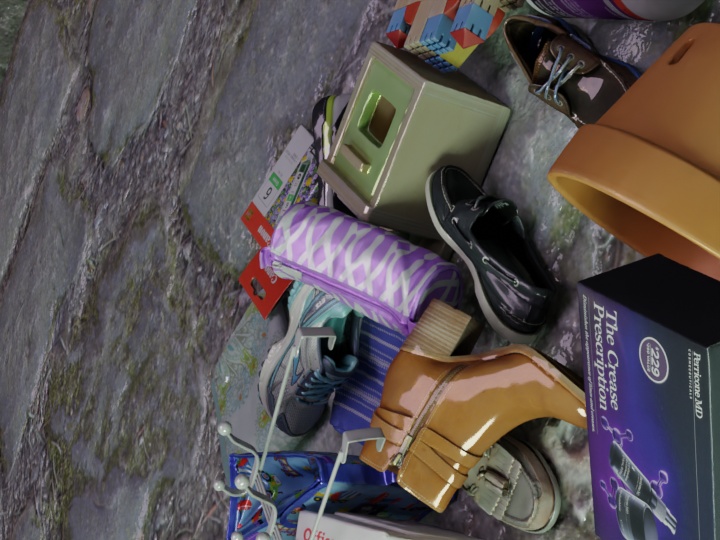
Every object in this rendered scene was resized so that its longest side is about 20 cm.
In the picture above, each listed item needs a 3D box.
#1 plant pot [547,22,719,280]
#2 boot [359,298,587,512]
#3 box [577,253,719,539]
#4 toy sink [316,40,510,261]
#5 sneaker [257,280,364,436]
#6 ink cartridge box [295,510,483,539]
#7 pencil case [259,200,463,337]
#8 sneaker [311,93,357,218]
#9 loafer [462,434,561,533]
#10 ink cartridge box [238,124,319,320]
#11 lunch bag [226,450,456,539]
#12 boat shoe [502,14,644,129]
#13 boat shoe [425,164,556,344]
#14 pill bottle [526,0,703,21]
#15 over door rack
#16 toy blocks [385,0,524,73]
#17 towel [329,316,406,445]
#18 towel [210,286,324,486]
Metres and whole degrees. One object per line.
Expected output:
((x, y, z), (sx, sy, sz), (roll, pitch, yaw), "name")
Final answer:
((0.246, -0.071, 0.916), (0.141, 0.199, 0.200), (-57, 32, 1), "plant pot")
((0.097, 0.129, 1.117), (0.198, 0.077, 0.157), (26, 88, 28), "boot")
((0.219, 0.109, 0.907), (0.141, 0.078, 0.203), (28, 131, 57), "box")
((0.039, -0.103, 1.339), (0.130, 0.111, 0.202), (49, 121, 55), "toy sink")
((-0.045, 0.093, 1.365), (0.086, 0.077, 0.202), (45, 131, 44), "sneaker")
((0.026, 0.320, 1.166), (0.147, 0.143, 0.203), (-1, 79, 58), "ink cartridge box")
((0.000, 0.000, 1.256), (0.198, 0.085, 0.085), (22, 126, 34), "pencil case")
((0.000, -0.097, 1.443), (0.082, 0.072, 0.203), (-8, 89, 16), "sneaker")
((0.099, 0.163, 1.183), (0.200, 0.062, 0.073), (45, 118, 56), "loafer")
((-0.087, -0.056, 1.559), (0.201, 0.050, 0.109), (-55, 34, 10), "ink cartridge box")
((-0.015, 0.205, 1.276), (0.199, 0.149, 0.095), (-31, 54, 52), "lunch bag")
((0.179, -0.162, 1.161), (0.073, 0.072, 0.200), (-65, 32, 20), "boat shoe")
((0.119, -0.032, 1.208), (0.066, 0.074, 0.201), (-58, 38, 39), "boat shoe")
((0.199, -0.266, 1.128), (0.199, 0.111, 0.114), (20, 96, 60), "pill bottle")
((-0.068, 0.164, 1.163), (0.201, 0.066, 0.148), (-61, 34, 26), "over door rack")
((0.092, -0.255, 1.289), (0.199, 0.099, 0.138), (-3, 63, 59), "toy blocks")
((0.010, 0.081, 1.356), (0.144, 0.024, 0.203), (22, 114, 59), "towel")
((-0.114, 0.140, 1.573), (0.172, 0.048, 0.201), (-56, 36, 34), "towel")
